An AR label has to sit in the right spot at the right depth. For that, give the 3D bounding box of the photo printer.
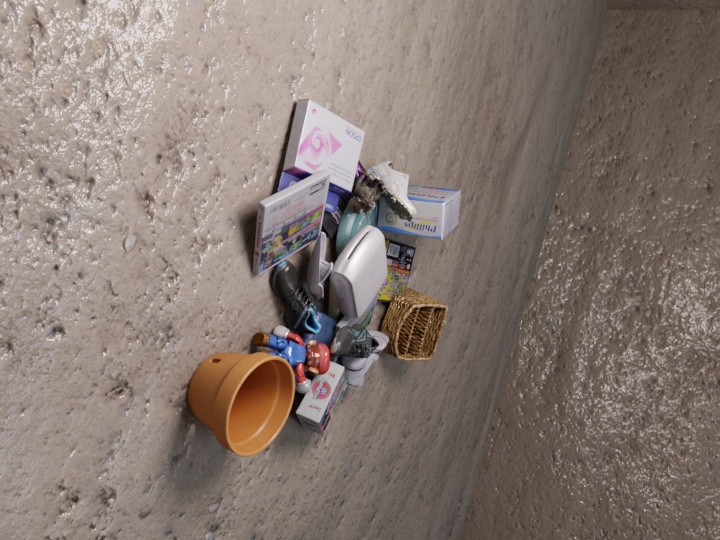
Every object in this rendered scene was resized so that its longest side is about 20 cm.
[{"bbox_3d":[0.000,0.000,1.418,0.167,0.069,0.200,-55,156,-28],"label":"photo printer"}]

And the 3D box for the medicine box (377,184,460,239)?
[{"bbox_3d":[0.163,-0.164,1.624,0.200,0.181,0.103,-37,133,-63],"label":"medicine box"}]

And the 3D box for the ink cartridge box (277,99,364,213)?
[{"bbox_3d":[-0.080,-0.242,1.299,0.196,0.043,0.201,14,86,-52],"label":"ink cartridge box"}]

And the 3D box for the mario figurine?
[{"bbox_3d":[-0.158,0.201,1.343,0.200,0.106,0.124,20,93,-38],"label":"mario figurine"}]

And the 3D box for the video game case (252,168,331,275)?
[{"bbox_3d":[-0.145,-0.104,1.252,0.200,0.023,0.183,-37,151,-42],"label":"video game case"}]

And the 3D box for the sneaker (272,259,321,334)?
[{"bbox_3d":[-0.138,0.062,1.344,0.073,0.082,0.200,-48,139,-35],"label":"sneaker"}]

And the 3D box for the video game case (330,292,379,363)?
[{"bbox_3d":[-0.016,0.144,1.590,0.200,0.022,0.183,-48,160,-40],"label":"video game case"}]

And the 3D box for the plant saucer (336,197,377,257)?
[{"bbox_3d":[-0.003,-0.111,1.519,0.200,0.027,0.201,-53,154,-40],"label":"plant saucer"}]

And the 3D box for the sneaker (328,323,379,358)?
[{"bbox_3d":[-0.013,0.180,1.473,0.076,0.079,0.200,-63,163,15],"label":"sneaker"}]

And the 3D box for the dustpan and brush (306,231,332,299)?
[{"bbox_3d":[-0.096,0.018,1.387,0.200,0.057,0.140,126,-30,-55],"label":"dustpan and brush"}]

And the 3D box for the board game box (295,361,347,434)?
[{"bbox_3d":[-0.094,0.320,1.486,0.200,0.064,0.148,87,27,-66],"label":"board game box"}]

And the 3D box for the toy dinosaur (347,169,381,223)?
[{"bbox_3d":[0.008,-0.175,1.404,0.200,0.077,0.103,-83,-162,-85],"label":"toy dinosaur"}]

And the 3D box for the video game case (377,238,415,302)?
[{"bbox_3d":[0.097,0.005,1.777,0.200,0.025,0.181,11,93,-61],"label":"video game case"}]

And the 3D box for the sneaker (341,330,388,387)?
[{"bbox_3d":[0.003,0.250,1.663,0.200,0.075,0.115,-32,147,-51],"label":"sneaker"}]

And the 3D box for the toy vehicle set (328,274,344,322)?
[{"bbox_3d":[-0.037,0.058,1.528,0.124,0.026,0.201,-45,151,-42],"label":"toy vehicle set"}]

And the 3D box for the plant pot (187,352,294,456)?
[{"bbox_3d":[-0.245,0.249,1.185,0.200,0.140,0.201,-30,127,-51],"label":"plant pot"}]

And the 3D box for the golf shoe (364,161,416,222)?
[{"bbox_3d":[0.094,-0.209,1.495,0.097,0.200,0.078,-32,151,-12],"label":"golf shoe"}]

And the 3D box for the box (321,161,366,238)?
[{"bbox_3d":[-0.064,-0.197,1.404,0.200,0.036,0.143,-63,148,-17],"label":"box"}]

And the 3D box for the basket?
[{"bbox_3d":[0.156,0.176,1.799,0.143,0.149,0.201,-17,128,-56],"label":"basket"}]

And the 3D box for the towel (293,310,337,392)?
[{"bbox_3d":[-0.129,0.199,1.454,0.112,0.048,0.201,43,66,-57],"label":"towel"}]
